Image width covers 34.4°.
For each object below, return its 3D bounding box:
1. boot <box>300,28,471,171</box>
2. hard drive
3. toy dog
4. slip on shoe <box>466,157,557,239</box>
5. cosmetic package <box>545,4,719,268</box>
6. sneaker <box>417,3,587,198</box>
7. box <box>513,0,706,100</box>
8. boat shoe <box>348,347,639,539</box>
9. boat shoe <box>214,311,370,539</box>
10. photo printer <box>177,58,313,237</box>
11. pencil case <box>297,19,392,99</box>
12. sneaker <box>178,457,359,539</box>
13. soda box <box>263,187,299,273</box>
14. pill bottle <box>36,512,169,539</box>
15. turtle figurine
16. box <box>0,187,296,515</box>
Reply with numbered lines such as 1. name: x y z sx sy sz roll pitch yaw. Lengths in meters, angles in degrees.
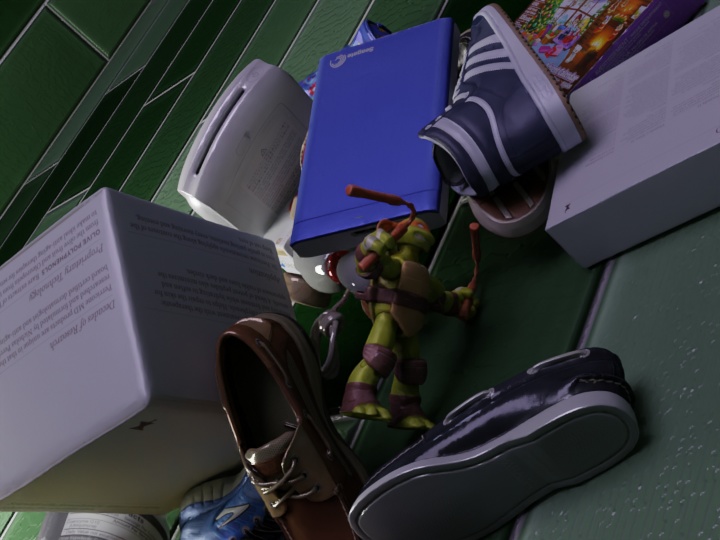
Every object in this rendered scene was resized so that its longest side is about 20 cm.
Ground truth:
1. boot: 0.035 -0.137 1.046 0.149 0.074 0.200 -26 -4 -26
2. hard drive: 0.014 -0.111 0.952 0.130 0.025 0.203 -12 52 26
3. toy dog: 0.000 0.000 1.001 0.201 0.095 0.134 -122 46 -55
4. slip on shoe: 0.117 -0.072 0.933 0.075 0.061 0.201 -28 29 4
5. cosmetic package: 0.225 -0.104 0.797 0.199 0.052 0.152 -28 30 41
6. sneaker: 0.092 -0.131 0.897 0.108 0.070 0.201 -33 34 10
7. box: 0.197 -0.210 1.018 0.137 0.039 0.200 -47 24 4
8. boat shoe: 0.080 0.113 0.717 0.198 0.076 0.061 -25 32 22
9. boat shoe: -0.050 0.126 0.781 0.075 0.202 0.074 -30 -13 22
10. photo printer: -0.098 -0.109 1.188 0.069 0.200 0.168 27 84 28
11. pencil case: -0.031 -0.211 1.372 0.199 0.078 0.088 -37 49 24
12. sneaker: -0.071 0.191 0.877 0.200 0.078 0.090 -39 35 37
13. soda box: -0.016 -0.084 1.180 0.201 0.063 0.068 -57 24 -13
14. pill bottle: -0.226 0.255 0.988 0.113 0.113 0.201 -35 27 29
15. turtle figurine: 0.023 0.027 0.832 0.063 0.199 0.164 3 76 30
16. box: -0.173 0.075 0.902 0.199 0.198 0.174 -32 63 27
